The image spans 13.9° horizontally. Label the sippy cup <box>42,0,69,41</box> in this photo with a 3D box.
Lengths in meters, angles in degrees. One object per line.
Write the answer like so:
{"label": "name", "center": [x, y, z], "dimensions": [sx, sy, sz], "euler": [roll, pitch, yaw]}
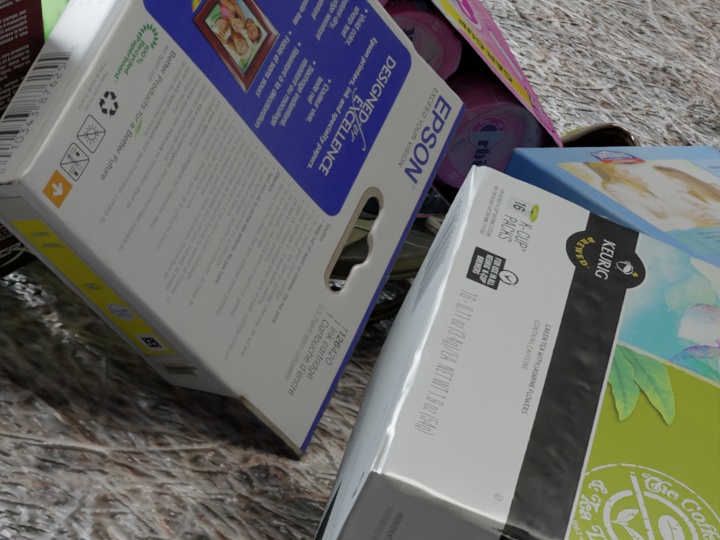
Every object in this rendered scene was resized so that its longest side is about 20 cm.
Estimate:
{"label": "sippy cup", "center": [-0.107, -0.083, 1.374], "dimensions": [0.130, 0.179, 0.140], "euler": [-1, -2, -24]}

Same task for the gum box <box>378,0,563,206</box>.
{"label": "gum box", "center": [0.009, -0.128, 1.431], "dimensions": [0.200, 0.066, 0.114], "euler": [45, 15, -43]}

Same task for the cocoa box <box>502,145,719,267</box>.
{"label": "cocoa box", "center": [0.148, 0.023, 1.448], "dimensions": [0.133, 0.132, 0.200], "euler": [35, 21, 29]}

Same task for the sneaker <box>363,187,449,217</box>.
{"label": "sneaker", "center": [0.039, -0.059, 1.606], "dimensions": [0.082, 0.070, 0.200], "euler": [24, 10, -2]}

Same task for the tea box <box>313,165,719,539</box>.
{"label": "tea box", "center": [0.090, 0.096, 1.097], "dimensions": [0.196, 0.134, 0.200], "euler": [24, 37, -3]}

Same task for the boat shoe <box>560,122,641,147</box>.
{"label": "boat shoe", "center": [0.119, -0.043, 1.708], "dimensions": [0.072, 0.060, 0.200], "euler": [29, 19, 13]}

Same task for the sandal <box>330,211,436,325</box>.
{"label": "sandal", "center": [0.001, 0.000, 1.463], "dimensions": [0.080, 0.058, 0.201], "euler": [22, 3, 13]}

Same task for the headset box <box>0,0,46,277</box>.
{"label": "headset box", "center": [-0.202, -0.109, 1.259], "dimensions": [0.077, 0.201, 0.149], "euler": [-27, 47, -28]}

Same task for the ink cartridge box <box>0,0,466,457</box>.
{"label": "ink cartridge box", "center": [-0.056, -0.055, 1.277], "dimensions": [0.047, 0.198, 0.200], "euler": [1, -36, 40]}
